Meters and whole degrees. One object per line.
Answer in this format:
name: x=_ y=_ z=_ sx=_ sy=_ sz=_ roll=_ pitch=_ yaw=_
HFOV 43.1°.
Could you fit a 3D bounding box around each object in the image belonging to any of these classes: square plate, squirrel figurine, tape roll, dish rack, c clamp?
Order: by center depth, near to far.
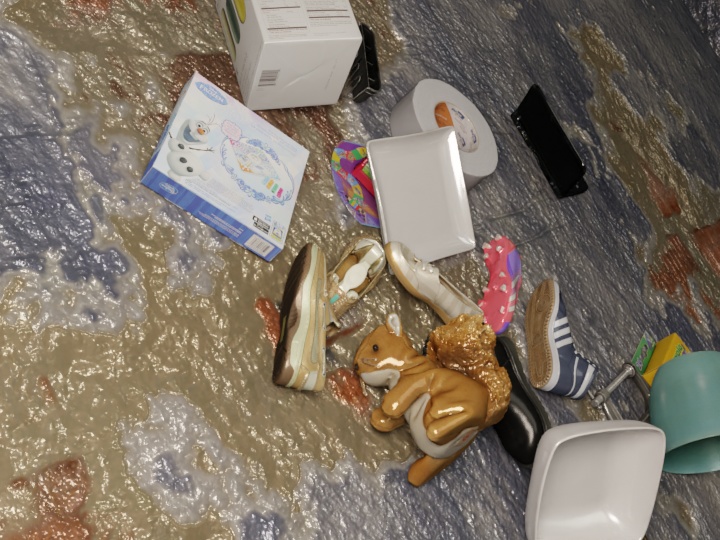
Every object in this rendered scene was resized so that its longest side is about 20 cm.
squirrel figurine: x=0.092 y=0.140 z=1.196 sx=0.199 sy=0.142 sz=0.187 roll=-30 pitch=61 yaw=-20
square plate: x=0.091 y=-0.111 z=1.406 sx=0.198 sy=0.028 sz=0.201 roll=-17 pitch=98 yaw=-41
dish rack: x=-0.062 y=-0.366 z=1.490 sx=0.198 sy=0.054 sz=0.155 roll=19 pitch=49 yaw=-33
c clamp: x=0.455 y=0.216 z=1.580 sx=0.199 sy=0.027 sz=0.172 roll=-16 pitch=75 yaw=-49
tape roll: x=0.147 y=-0.232 z=1.583 sx=0.199 sy=0.066 sz=0.202 roll=25 pitch=47 yaw=-30

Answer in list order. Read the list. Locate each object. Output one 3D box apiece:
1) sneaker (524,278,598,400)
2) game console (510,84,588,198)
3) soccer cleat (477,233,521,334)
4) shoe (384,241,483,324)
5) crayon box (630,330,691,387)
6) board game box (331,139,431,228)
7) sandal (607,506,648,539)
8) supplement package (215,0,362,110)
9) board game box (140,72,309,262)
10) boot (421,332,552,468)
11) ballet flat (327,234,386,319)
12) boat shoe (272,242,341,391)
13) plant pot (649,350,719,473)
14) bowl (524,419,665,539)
sneaker: x=0.332 y=0.118 z=1.500 sx=0.107 sy=0.070 sz=0.202 roll=23 pitch=54 yaw=-23
game console: x=0.397 y=-0.258 z=1.804 sx=0.175 sy=0.116 sz=0.202 roll=-14 pitch=72 yaw=-47
soccer cleat: x=0.237 y=0.028 z=1.484 sx=0.076 sy=0.066 sz=0.202 roll=34 pitch=40 yaw=-27
shoe: x=0.109 y=0.020 z=1.341 sx=0.200 sy=0.053 sz=0.070 roll=46 pitch=20 yaw=-27
crayon box: x=0.600 y=0.209 z=1.708 sx=0.201 sy=0.051 sz=0.126 roll=50 pitch=40 yaw=-2
board game box: x=0.044 y=-0.139 z=1.435 sx=0.198 sy=0.039 sz=0.160 roll=10 pitch=56 yaw=-40
sandal: x=0.376 y=0.384 z=1.361 sx=0.054 sy=0.081 sz=0.202 roll=20 pitch=38 yaw=-61
supplement package: x=-0.111 y=-0.366 z=1.337 sx=0.149 sy=0.152 sz=0.202 roll=-8 pitch=66 yaw=-22
board game box: x=-0.174 y=-0.141 z=1.225 sx=0.199 sy=0.043 sz=0.201 roll=33 pitch=44 yaw=-21
boot: x=0.176 y=0.185 z=1.295 sx=0.157 sy=0.079 sz=0.213 roll=5 pitch=53 yaw=-45
ballet flat: x=0.000 y=0.000 z=1.272 sx=0.071 sy=0.065 sz=0.200 roll=45 pitch=40 yaw=-8
boat shoe: x=-0.061 y=0.062 z=1.163 sx=0.075 sy=0.072 sz=0.202 roll=18 pitch=60 yaw=-17
plant pot: x=0.584 y=0.235 z=1.550 sx=0.199 sy=0.200 sz=0.163 roll=17 pitch=53 yaw=-34
bowl: x=0.315 y=0.296 z=1.271 sx=0.197 sy=0.203 sz=0.075 roll=-1 pitch=18 yaw=-23
